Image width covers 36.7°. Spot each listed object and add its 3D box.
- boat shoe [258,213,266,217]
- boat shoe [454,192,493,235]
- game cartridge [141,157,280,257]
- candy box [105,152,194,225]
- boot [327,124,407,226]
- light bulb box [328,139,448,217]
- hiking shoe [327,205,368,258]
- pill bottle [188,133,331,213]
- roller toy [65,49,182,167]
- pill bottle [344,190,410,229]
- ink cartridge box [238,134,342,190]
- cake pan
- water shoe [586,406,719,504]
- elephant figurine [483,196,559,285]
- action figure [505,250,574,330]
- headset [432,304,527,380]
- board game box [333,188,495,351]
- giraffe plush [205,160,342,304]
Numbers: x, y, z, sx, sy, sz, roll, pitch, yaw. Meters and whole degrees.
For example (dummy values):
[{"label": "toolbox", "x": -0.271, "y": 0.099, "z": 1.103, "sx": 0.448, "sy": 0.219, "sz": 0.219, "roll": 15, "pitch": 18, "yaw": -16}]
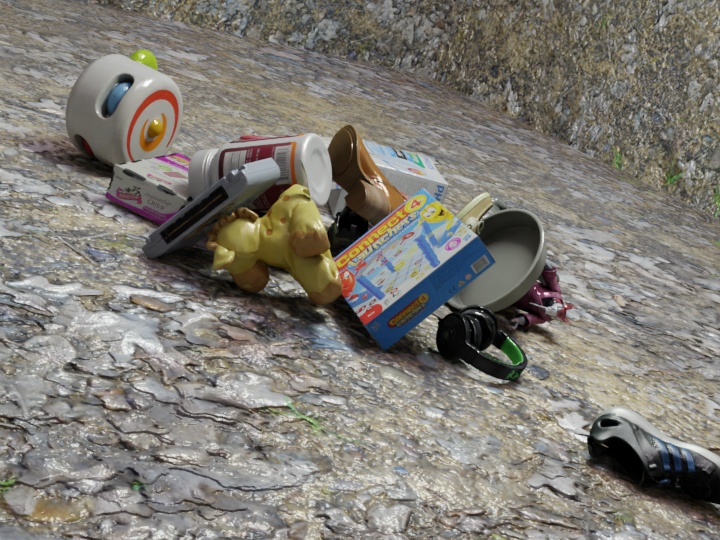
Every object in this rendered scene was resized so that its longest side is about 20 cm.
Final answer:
[{"label": "boat shoe", "x": -0.140, "y": -0.087, "z": 1.708, "sx": 0.062, "sy": 0.073, "sz": 0.201, "roll": 4, "pitch": 47, "yaw": -30}, {"label": "boat shoe", "x": 0.157, "y": -0.043, "z": 1.782, "sx": 0.063, "sy": 0.201, "sz": 0.073, "roll": 41, "pitch": -17, "yaw": 7}, {"label": "game cartridge", "x": -0.208, "y": -0.089, "z": 1.551, "sx": 0.042, "sy": 0.200, "sz": 0.133, "roll": 58, "pitch": 23, "yaw": 5}, {"label": "candy box", "x": -0.299, "y": -0.129, "z": 1.758, "sx": 0.136, "sy": 0.061, "sz": 0.200, "roll": 26, "pitch": 18, "yaw": 14}, {"label": "boot", "x": 0.026, "y": -0.136, "z": 1.776, "sx": 0.154, "sy": 0.074, "sz": 0.201, "roll": 26, "pitch": 37, "yaw": -41}, {"label": "light bulb box", "x": 0.046, "y": -0.162, "z": 2.107, "sx": 0.199, "sy": 0.125, "sz": 0.198, "roll": 14, "pitch": 18, "yaw": -13}, {"label": "hiking shoe", "x": -0.014, "y": -0.061, "z": 1.784, "sx": 0.075, "sy": 0.101, "sz": 0.200, "roll": 17, "pitch": 18, "yaw": -9}, {"label": "pill bottle", "x": -0.154, "y": -0.144, "z": 1.658, "sx": 0.199, "sy": 0.115, "sz": 0.114, "roll": -3, "pitch": 10, "yaw": 21}, {"label": "roller toy", "x": -0.397, "y": -0.262, "z": 1.857, "sx": 0.139, "sy": 0.201, "sz": 0.182, "roll": 26, "pitch": 32, "yaw": 20}, {"label": "pill bottle", "x": 0.063, "y": -0.078, "z": 1.895, "sx": 0.112, "sy": 0.113, "sz": 0.200, "roll": 2, "pitch": 24, "yaw": -42}, {"label": "ink cartridge box", "x": -0.101, "y": -0.186, "z": 1.864, "sx": 0.147, "sy": 0.086, "sz": 0.200, "roll": 10, "pitch": 13, "yaw": 24}, {"label": "cake pan", "x": 0.219, "y": -0.011, "z": 1.763, "sx": 0.037, "sy": 0.200, "sz": 0.200, "roll": 44, "pitch": 2, "yaw": -33}, {"label": "water shoe", "x": 0.375, "y": 0.249, "z": 1.353, "sx": 0.199, "sy": 0.072, "sz": 0.079, "roll": 28, "pitch": 47, "yaw": 22}, {"label": "elephant figurine", "x": 0.281, "y": -0.034, "z": 1.990, "sx": 0.200, "sy": 0.142, "sz": 0.155, "roll": 38, "pitch": 50, "yaw": 9}, {"label": "action figure", "x": 0.274, "y": 0.047, "z": 1.809, "sx": 0.200, "sy": 0.134, "sz": 0.149, "roll": 32, "pitch": -6, "yaw": 36}, {"label": "headset", "x": 0.157, "y": 0.077, "z": 1.560, "sx": 0.200, "sy": 0.094, "sz": 0.123, "roll": 36, "pitch": 22, "yaw": 20}, {"label": "board game box", "x": 0.063, "y": -0.006, "z": 1.554, "sx": 0.056, "sy": 0.200, "sz": 0.196, "roll": 52, "pitch": -2, "yaw": -31}, {"label": "giraffe plush", "x": -0.127, "y": -0.033, "z": 1.509, "sx": 0.161, "sy": 0.201, "sz": 0.173, "roll": -18, "pitch": -1, "yaw": -2}]
